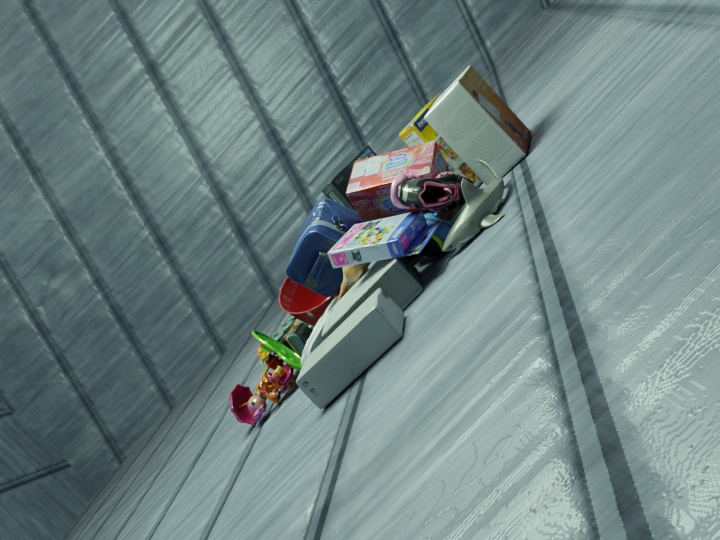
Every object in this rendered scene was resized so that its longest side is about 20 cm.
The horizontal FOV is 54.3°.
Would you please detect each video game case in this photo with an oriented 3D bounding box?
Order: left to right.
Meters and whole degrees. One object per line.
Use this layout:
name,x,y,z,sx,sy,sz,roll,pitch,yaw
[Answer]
video game case,0.175,-0.195,1.553,0.200,0.143,0.018,-47,-14,-7

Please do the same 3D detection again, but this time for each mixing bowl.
mixing bowl,-0.086,0.060,1.682,0.196,0.109,0.203,-23,35,18

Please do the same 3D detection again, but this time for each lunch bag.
lunch bag,-0.071,-0.045,1.532,0.201,0.133,0.134,124,166,-47

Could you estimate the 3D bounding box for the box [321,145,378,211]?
box,0.014,-0.194,1.712,0.051,0.158,0.200,-34,11,45

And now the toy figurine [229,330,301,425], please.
toy figurine,-0.213,0.261,1.559,0.187,0.149,0.199,-60,33,-2

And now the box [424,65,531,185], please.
box,0.247,-0.302,1.460,0.106,0.200,0.153,-41,9,31

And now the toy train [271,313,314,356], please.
toy train,-0.154,0.156,1.810,0.113,0.086,0.201,-26,17,33

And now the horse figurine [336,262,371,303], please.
horse figurine,0.000,0.000,1.450,0.132,0.050,0.202,-41,-17,-32

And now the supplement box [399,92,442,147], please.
supplement box,0.204,-0.294,1.651,0.110,0.200,0.109,-47,9,-11

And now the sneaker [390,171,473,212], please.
sneaker,0.154,-0.145,1.324,0.196,0.081,0.094,-8,14,-36

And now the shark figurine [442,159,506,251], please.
shark figurine,0.216,-0.141,1.270,0.216,0.089,0.128,-54,12,-33

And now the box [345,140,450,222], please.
box,0.080,-0.184,1.472,0.196,0.095,0.104,-11,46,27

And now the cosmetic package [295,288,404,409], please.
cosmetic package,-0.016,0.134,1.206,0.199,0.074,0.102,-42,9,17

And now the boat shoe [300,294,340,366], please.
boat shoe,-0.071,0.128,1.511,0.065,0.074,0.201,-30,17,49

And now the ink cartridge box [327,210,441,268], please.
ink cartridge box,0.045,-0.061,1.323,0.196,0.043,0.120,-7,28,36

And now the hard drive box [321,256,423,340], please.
hard drive box,0.022,0.060,1.340,0.200,0.077,0.156,-45,8,10

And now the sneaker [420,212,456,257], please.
sneaker,0.115,-0.079,1.400,0.079,0.067,0.198,-46,33,-23

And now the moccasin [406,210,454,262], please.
moccasin,0.124,-0.075,1.475,0.200,0.074,0.078,-41,23,8
